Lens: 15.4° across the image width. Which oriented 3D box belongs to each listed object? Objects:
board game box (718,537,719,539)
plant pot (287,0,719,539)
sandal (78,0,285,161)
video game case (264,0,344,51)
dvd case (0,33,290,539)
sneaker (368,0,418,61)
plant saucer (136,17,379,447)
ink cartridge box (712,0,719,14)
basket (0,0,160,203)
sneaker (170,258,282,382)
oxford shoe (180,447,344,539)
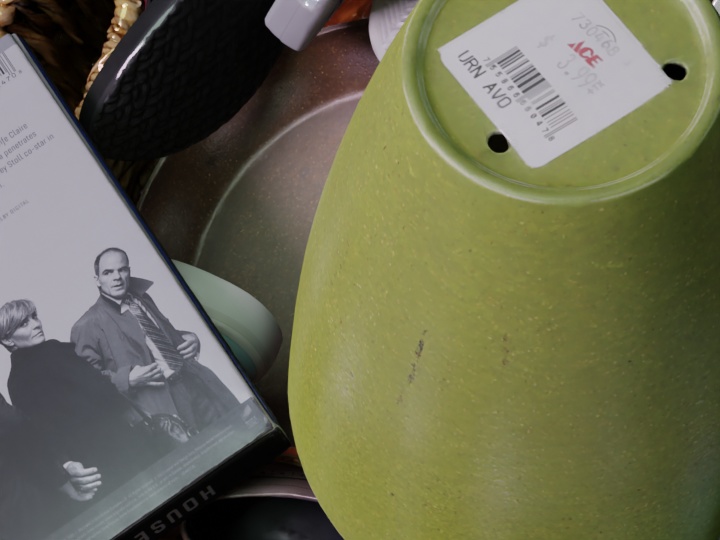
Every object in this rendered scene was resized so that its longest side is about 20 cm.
[{"bbox_3d":[0.122,0.148,0.788,0.061,0.200,0.201,17,56,1],"label":"board game box"},{"bbox_3d":[0.062,-0.009,0.827,0.186,0.200,0.188,-1,62,3],"label":"plant pot"},{"bbox_3d":[-0.046,-0.129,1.036,0.045,0.075,0.200,33,87,31],"label":"sandal"},{"bbox_3d":[0.045,-0.183,0.965,0.023,0.182,0.200,39,72,-2],"label":"video game case"},{"bbox_3d":[-0.137,0.027,0.953,0.150,0.025,0.200,-34,61,-3],"label":"dvd case"},{"bbox_3d":[0.082,-0.155,1.017,0.074,0.116,0.200,38,104,1],"label":"sneaker"},{"bbox_3d":[0.000,0.000,1.024,0.199,0.034,0.201,-10,64,22],"label":"plant saucer"},{"bbox_3d":[0.211,-0.042,0.816,0.116,0.067,0.200,-42,90,9],"label":"ink cartridge box"},{"bbox_3d":[-0.162,-0.090,1.077,0.142,0.149,0.201,21,79,32],"label":"basket"},{"bbox_3d":[-0.128,0.041,0.997,0.199,0.074,0.082,1,59,21],"label":"sneaker"},{"bbox_3d":[0.029,0.117,0.920,0.199,0.072,0.072,15,96,20],"label":"oxford shoe"}]
